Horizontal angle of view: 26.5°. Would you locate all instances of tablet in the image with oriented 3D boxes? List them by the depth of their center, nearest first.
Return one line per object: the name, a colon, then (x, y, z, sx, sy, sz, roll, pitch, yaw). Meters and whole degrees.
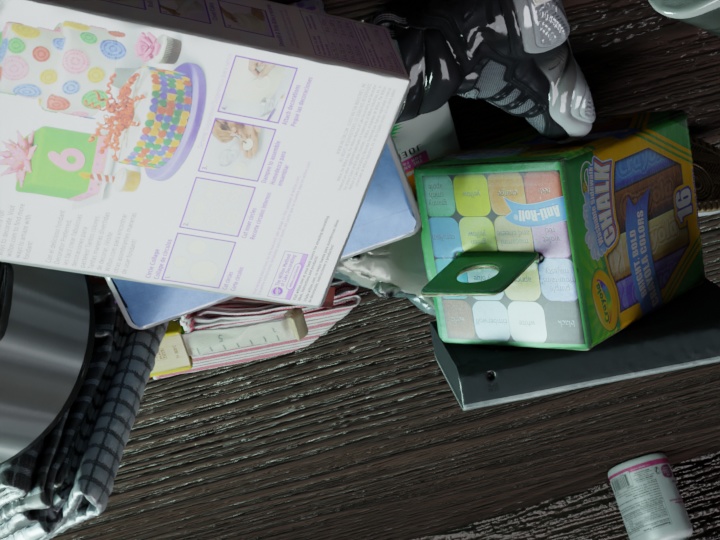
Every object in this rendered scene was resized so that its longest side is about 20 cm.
tablet: (-0.074, -0.047, 0.938, 0.199, 0.014, 0.130, -19, 118, 5)

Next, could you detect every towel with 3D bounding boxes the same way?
towel: (-0.228, 0.106, 1.000, 0.085, 0.166, 0.200, 36, 137, -25)
towel: (-0.094, 0.049, 1.293, 0.146, 0.030, 0.200, -9, 168, -20)

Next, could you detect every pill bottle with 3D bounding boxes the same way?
pill bottle: (0.527, 0.438, 2.741, 0.113, 0.201, 0.113, -15, 162, -5)

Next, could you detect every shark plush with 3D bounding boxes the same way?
shark plush: (0.000, 0.000, 1.045, 0.083, 0.091, 0.200, -2, -172, 43)

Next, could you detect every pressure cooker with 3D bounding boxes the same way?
pressure cooker: (-0.264, 0.019, 0.834, 0.176, 0.179, 0.200, -41, 158, 8)

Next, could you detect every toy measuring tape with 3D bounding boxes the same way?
toy measuring tape: (-0.140, 0.041, 1.155, 0.199, 0.074, 0.074, -11, 162, 3)

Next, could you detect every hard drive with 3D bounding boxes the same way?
hard drive: (0.155, 0.044, 1.035, 0.199, 0.033, 0.140, -11, -169, -3)

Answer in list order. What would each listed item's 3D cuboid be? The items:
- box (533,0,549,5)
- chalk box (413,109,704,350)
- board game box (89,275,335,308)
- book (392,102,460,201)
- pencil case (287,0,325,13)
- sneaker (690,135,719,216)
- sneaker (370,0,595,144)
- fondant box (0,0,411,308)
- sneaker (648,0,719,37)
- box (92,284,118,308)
box: (0.092, -0.204, 0.620, 0.102, 0.095, 0.200, -20, 162, 8)
chalk box: (0.120, -0.024, 1.000, 0.124, 0.124, 0.200, 1, -164, 41)
board game box: (-0.101, 0.010, 1.084, 0.103, 0.020, 0.200, 5, 178, 21)
book: (0.004, -0.065, 1.042, 0.133, 0.048, 0.200, -24, 161, 3)
pencil case: (-0.095, -0.076, 0.827, 0.199, 0.091, 0.083, -20, -173, 1)
sneaker: (0.195, -0.052, 1.202, 0.199, 0.071, 0.113, -1, 153, -21)
sneaker: (0.068, -0.119, 0.890, 0.113, 0.076, 0.200, -19, 157, 9)
fondant box: (-0.094, -0.065, 0.747, 0.199, 0.058, 0.145, 9, 125, -22)
sneaker: (0.270, -0.190, 0.878, 0.200, 0.071, 0.099, -20, 165, 28)
box: (-0.264, 0.027, 1.074, 0.199, 0.036, 0.143, -20, 162, 12)
